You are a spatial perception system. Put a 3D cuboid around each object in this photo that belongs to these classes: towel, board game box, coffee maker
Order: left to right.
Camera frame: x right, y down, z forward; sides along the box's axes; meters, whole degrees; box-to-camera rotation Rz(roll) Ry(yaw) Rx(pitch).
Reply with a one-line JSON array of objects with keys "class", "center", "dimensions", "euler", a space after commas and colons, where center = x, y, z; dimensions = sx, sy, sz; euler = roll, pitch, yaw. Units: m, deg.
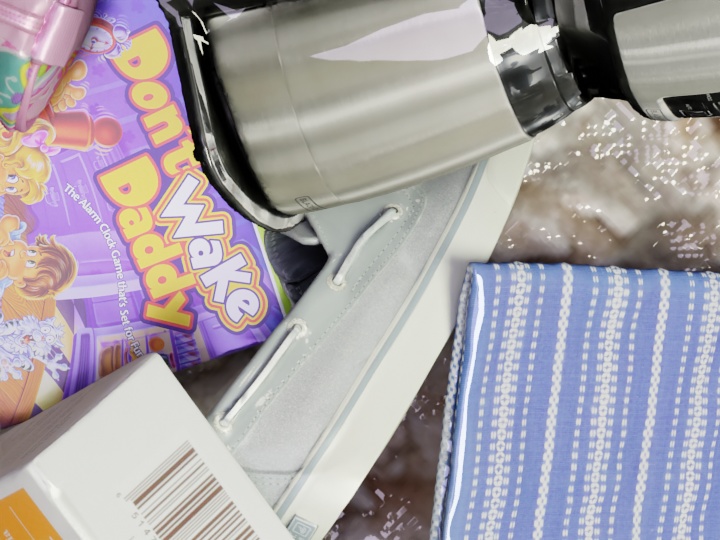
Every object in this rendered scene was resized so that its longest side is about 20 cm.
[{"class": "board game box", "center": [-0.113, -0.054, 1.009], "dimensions": [0.134, 0.045, 0.200], "euler": [-19, 96, 0]}, {"class": "coffee maker", "center": [0.039, -0.123, 0.887], "dimensions": [0.200, 0.135, 0.193], "euler": [-13, 104, 14]}, {"class": "towel", "center": [0.113, 0.072, 0.990], "dimensions": [0.200, 0.024, 0.145], "euler": [3, 95, -34]}]

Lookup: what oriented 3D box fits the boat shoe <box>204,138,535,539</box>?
[{"class": "boat shoe", "center": [0.000, 0.001, 0.969], "dimensions": [0.071, 0.070, 0.201], "euler": [31, 60, -3]}]

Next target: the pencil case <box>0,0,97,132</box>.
[{"class": "pencil case", "center": [-0.183, -0.120, 0.936], "dimensions": [0.200, 0.087, 0.088], "euler": [26, 94, -5]}]

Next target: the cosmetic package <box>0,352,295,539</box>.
[{"class": "cosmetic package", "center": [-0.115, 0.113, 0.953], "dimensions": [0.102, 0.200, 0.071], "euler": [54, 47, -7]}]
